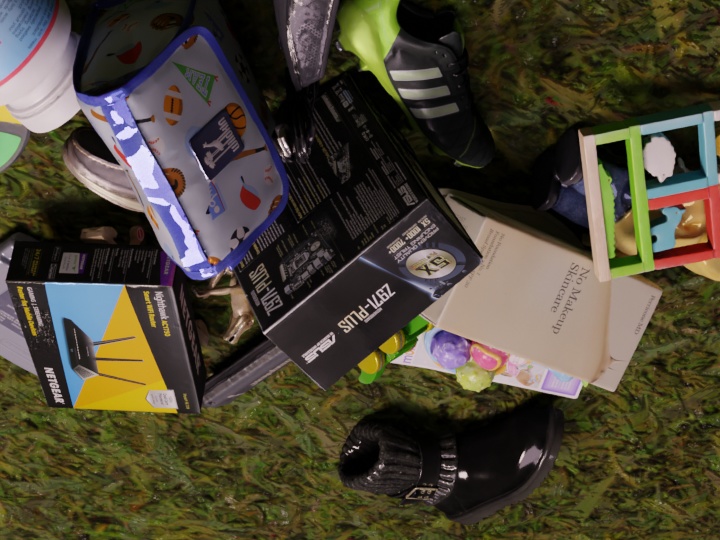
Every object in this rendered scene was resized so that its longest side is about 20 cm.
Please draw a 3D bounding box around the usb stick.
[{"bbox_3d":[-0.081,0.077,1.762,0.200,0.055,0.033,-34,84,37],"label":"usb stick"}]

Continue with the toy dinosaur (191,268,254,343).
[{"bbox_3d":[-0.087,-0.011,1.669,0.101,0.058,0.200,12,140,-36],"label":"toy dinosaur"}]

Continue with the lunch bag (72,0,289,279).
[{"bbox_3d":[-0.134,-0.108,1.395,0.123,0.200,0.171,-20,117,14],"label":"lunch bag"}]

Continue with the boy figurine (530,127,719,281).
[{"bbox_3d":[0.246,-0.050,1.574,0.199,0.065,0.124,21,137,-21],"label":"boy figurine"}]

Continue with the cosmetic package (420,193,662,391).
[{"bbox_3d":[0.145,0.020,1.573,0.199,0.073,0.104,20,99,-30],"label":"cosmetic package"}]

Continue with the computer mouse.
[{"bbox_3d":[-0.044,-0.191,1.381,0.052,0.139,0.201,10,121,-3],"label":"computer mouse"}]

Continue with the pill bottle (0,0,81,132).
[{"bbox_3d":[-0.291,-0.195,1.407,0.108,0.109,0.200,-23,133,29],"label":"pill bottle"}]

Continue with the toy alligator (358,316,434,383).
[{"bbox_3d":[0.037,0.037,1.681,0.054,0.059,0.200,52,139,9],"label":"toy alligator"}]

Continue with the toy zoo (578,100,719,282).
[{"bbox_3d":[0.282,-0.072,1.516,0.199,0.020,0.132,-11,115,-3],"label":"toy zoo"}]

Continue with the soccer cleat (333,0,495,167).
[{"bbox_3d":[0.059,-0.154,1.468,0.081,0.068,0.200,-31,129,21],"label":"soccer cleat"}]

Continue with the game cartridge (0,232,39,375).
[{"bbox_3d":[-0.288,0.047,1.754,0.133,0.041,0.200,-33,128,31],"label":"game cartridge"}]

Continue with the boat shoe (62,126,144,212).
[{"bbox_3d":[-0.149,-0.089,1.563,0.199,0.075,0.074,16,124,-23],"label":"boat shoe"}]

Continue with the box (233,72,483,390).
[{"bbox_3d":[-0.019,-0.034,1.471,0.164,0.200,0.086,-39,129,7],"label":"box"}]

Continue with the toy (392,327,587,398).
[{"bbox_3d":[0.122,0.081,1.750,0.199,0.047,0.115,8,138,-6],"label":"toy"}]

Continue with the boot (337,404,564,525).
[{"bbox_3d":[0.087,0.179,1.845,0.157,0.080,0.211,24,136,-22],"label":"boot"}]

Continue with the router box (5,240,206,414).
[{"bbox_3d":[-0.224,0.053,1.678,0.148,0.051,0.201,1,143,6],"label":"router box"}]

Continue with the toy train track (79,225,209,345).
[{"bbox_3d":[-0.192,0.008,1.701,0.114,0.033,0.200,-5,147,24],"label":"toy train track"}]

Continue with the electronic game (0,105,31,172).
[{"bbox_3d":[-0.368,-0.138,1.534,0.199,0.042,0.201,2,140,2],"label":"electronic game"}]

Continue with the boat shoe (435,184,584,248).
[{"bbox_3d":[0.115,-0.028,1.624,0.199,0.072,0.068,21,175,-29],"label":"boat shoe"}]
